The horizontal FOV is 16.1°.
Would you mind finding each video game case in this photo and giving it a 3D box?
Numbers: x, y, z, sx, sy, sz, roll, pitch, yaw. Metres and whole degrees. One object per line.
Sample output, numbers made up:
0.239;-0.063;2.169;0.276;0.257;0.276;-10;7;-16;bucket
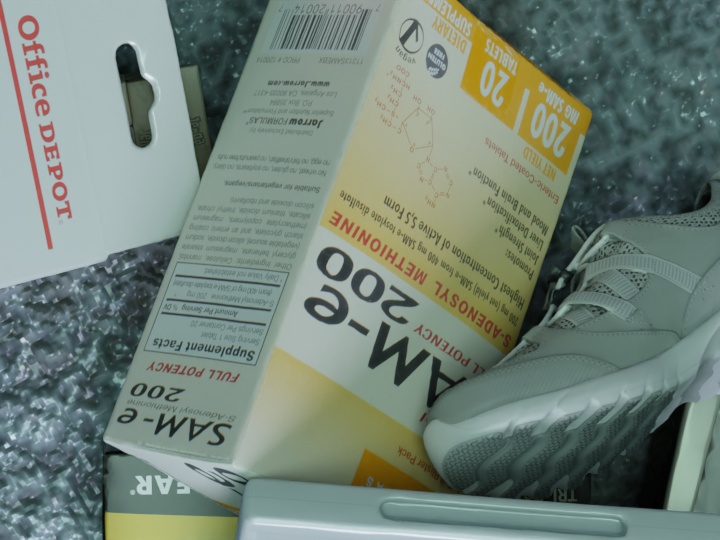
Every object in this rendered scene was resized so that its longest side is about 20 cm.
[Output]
0.037;0.149;0.949;0.181;0.023;0.201;5;139;-6;video game case

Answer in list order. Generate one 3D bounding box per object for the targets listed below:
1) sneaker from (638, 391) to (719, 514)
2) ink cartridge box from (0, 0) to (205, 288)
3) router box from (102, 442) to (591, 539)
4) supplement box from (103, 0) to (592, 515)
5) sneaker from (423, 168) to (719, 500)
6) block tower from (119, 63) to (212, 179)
0.165;0.125;1.043;0.106;0.075;0.201;12;96;-3;sneaker
-0.166;-0.047;0.924;0.199;0.068;0.116;-15;102;-25;ink cartridge box
-0.006;0.145;1.045;0.199;0.052;0.158;-2;98;-4;router box
0.000;0.000;0.957;0.126;0.073;0.201;34;70;-43;supplement box
0.093;0.023;0.974;0.199;0.075;0.082;-24;68;-36;sneaker
-0.158;-0.041;1.006;0.199;0.058;0.054;-9;99;-5;block tower
